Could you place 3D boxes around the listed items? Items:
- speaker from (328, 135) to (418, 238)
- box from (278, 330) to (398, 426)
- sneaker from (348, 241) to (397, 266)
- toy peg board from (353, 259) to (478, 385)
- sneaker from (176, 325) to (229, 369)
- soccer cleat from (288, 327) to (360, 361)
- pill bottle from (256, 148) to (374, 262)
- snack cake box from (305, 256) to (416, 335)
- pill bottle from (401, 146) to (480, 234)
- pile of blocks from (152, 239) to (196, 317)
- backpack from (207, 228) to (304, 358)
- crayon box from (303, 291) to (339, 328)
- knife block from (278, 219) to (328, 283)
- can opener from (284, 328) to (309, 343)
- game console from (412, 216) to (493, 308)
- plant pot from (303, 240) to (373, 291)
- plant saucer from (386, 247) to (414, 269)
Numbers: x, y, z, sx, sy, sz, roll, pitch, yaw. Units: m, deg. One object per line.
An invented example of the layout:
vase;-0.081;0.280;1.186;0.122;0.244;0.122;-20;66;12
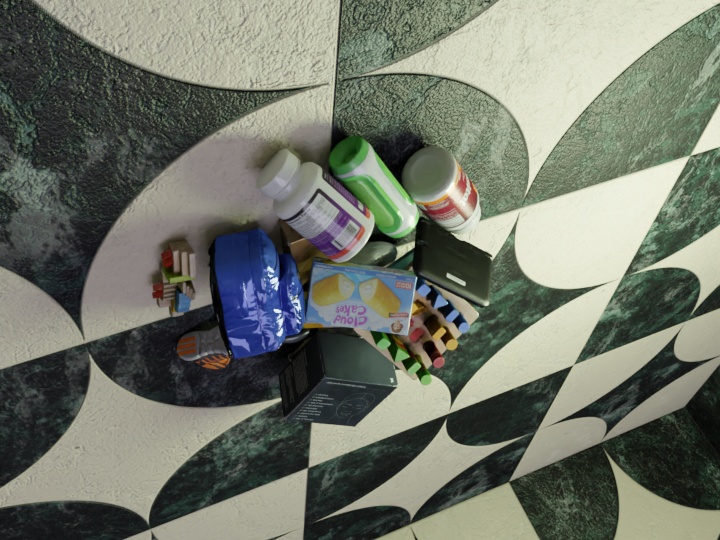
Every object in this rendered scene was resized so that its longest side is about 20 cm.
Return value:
speaker;0.027;-0.147;1.469;0.088;0.089;0.200;-34;129;11
box;-0.053;0.251;1.861;0.198;0.125;0.197;12;140;-32
sneaker;0.000;0.000;1.654;0.197;0.085;0.073;-13;144;-30
toy peg board;0.124;0.119;1.659;0.199;0.098;0.200;-45;117;8
sneaker;-0.273;0.155;1.706;0.197;0.079;0.112;-7;160;15
soccer cleat;-0.079;0.171;1.903;0.199;0.070;0.077;-36;145;17
pill bottle;-0.079;-0.114;1.405;0.111;0.112;0.199;-40;118;20
snack cake box;-0.001;0.048;1.543;0.196;0.067;0.117;8;99;-6
pill bottle;0.165;-0.149;1.596;0.112;0.114;0.200;-35;149;11
pile of blocks;-0.342;0.031;1.482;0.061;0.083;0.201;-11;144;-26
backpack;-0.192;0.025;1.494;0.165;0.163;0.203;-15;122;-5
crayon box;-0.107;0.082;1.694;0.196;0.052;0.126;-3;164;7
knife block;-0.065;-0.073;1.569;0.173;0.064;0.201;-19;146;-14
can opener;-0.096;0.110;1.809;0.198;0.067;0.053;-23;147;-18
game console;0.157;-0.023;1.634;0.198;0.179;0.116;24;149;-30
plant pot;-0.047;-0.002;1.719;0.197;0.028;0.201;-21;147;-14
plant saucer;0.078;-0.011;1.688;0.199;0.019;0.070;-33;-175;-38
